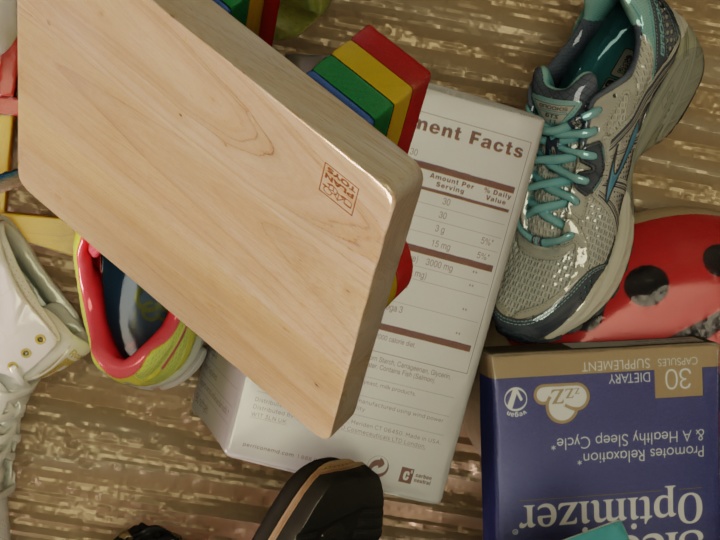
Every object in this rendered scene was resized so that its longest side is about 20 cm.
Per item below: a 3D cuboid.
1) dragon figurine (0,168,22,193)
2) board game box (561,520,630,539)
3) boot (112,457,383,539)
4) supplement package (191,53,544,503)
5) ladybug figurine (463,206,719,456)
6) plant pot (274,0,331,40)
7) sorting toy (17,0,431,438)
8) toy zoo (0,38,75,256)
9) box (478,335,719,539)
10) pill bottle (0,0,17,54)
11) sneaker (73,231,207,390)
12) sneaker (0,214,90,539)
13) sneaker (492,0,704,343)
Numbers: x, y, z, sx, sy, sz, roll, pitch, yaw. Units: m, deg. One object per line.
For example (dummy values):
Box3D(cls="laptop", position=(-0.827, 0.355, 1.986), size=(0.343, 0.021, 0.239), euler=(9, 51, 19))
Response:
Box3D(cls="dragon figurine", position=(-0.259, -0.027, 0.956), size=(0.200, 0.059, 0.099), euler=(-36, 61, -3))
Box3D(cls="board game box", position=(0.050, 0.212, 0.917), size=(0.200, 0.047, 0.151), euler=(-20, 133, 2))
Box3D(cls="boot", position=(-0.076, 0.146, 0.955), size=(0.077, 0.138, 0.200), euler=(1, 124, -45))
Box3D(cls="supplement package", position=(0.000, 0.000, 0.979), size=(0.117, 0.117, 0.200), euler=(15, 93, -14))
Box3D(cls="ladybug figurine", position=(0.147, 0.043, 1.023), size=(0.200, 0.072, 0.136), euler=(-36, 96, -2))
Box3D(cls="plant pot", position=(-0.048, -0.217, 0.897), size=(0.200, 0.200, 0.184), euler=(23, 72, -6))
Box3D(cls="sorting toy", position=(-0.054, -0.055, 0.832), size=(0.200, 0.199, 0.070), euler=(39, 59, 15))
Box3D(cls="toy zoo", position=(-0.126, -0.084, 1.016), size=(0.131, 0.020, 0.200), euler=(6, 94, -5))
Box3D(cls="box", position=(0.121, 0.136, 0.970), size=(0.121, 0.032, 0.200), euler=(-3, 96, -12))
Box3D(cls="pill bottle", position=(-0.234, -0.145, 0.943), size=(0.200, 0.120, 0.120), euler=(-24, 96, 4))
Box3D(cls="sneaker", position=(-0.105, -0.035, 0.960), size=(0.078, 0.090, 0.200), euler=(-1, 94, 10))
Box3D(cls="sneaker", position=(-0.188, 0.073, 0.989), size=(0.115, 0.074, 0.200), euler=(-17, 95, 9))
Box3D(cls="sneaker", position=(0.104, -0.062, 0.986), size=(0.078, 0.086, 0.200), euler=(13, 74, 33))
